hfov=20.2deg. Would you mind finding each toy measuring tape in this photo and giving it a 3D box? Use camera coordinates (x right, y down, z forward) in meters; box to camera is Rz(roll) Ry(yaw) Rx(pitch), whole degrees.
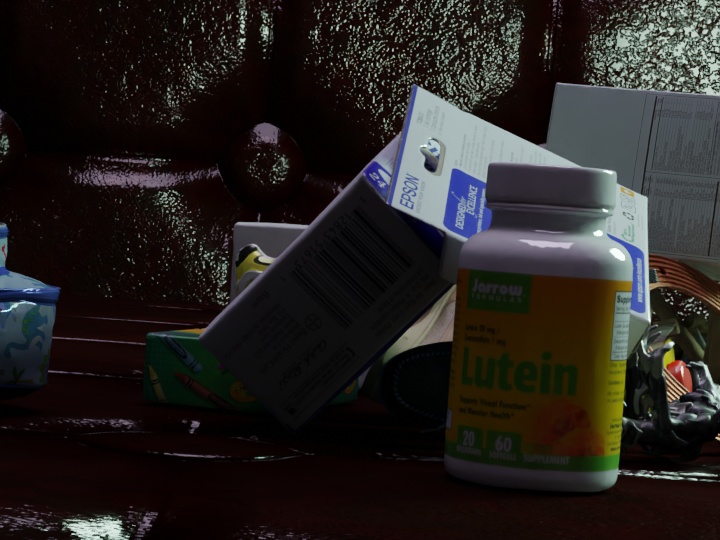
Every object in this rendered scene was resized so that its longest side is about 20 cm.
[{"bbox_3d":[0.245,0.093,1.667,0.074,0.074,0.200,5,12,16],"label":"toy measuring tape"}]

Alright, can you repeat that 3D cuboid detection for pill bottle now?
[{"bbox_3d":[0.114,0.034,1.278,0.111,0.200,0.111,4,1,0],"label":"pill bottle"}]

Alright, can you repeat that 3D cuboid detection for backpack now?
[{"bbox_3d":[-0.323,0.026,1.467,0.183,0.147,0.200,8,1,39],"label":"backpack"}]

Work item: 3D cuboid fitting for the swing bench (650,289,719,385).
[{"bbox_3d":[0.365,0.081,1.812,0.199,0.130,0.200,5,6,-14],"label":"swing bench"}]

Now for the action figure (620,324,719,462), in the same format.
[{"bbox_3d":[0.198,0.088,1.465,0.200,0.102,0.119,2,-10,-15],"label":"action figure"}]

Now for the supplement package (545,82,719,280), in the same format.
[{"bbox_3d":[0.286,-0.072,1.781,0.200,0.147,0.191,7,-3,26],"label":"supplement package"}]

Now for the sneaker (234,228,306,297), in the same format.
[{"bbox_3d":[-0.008,-0.007,1.665,0.200,0.076,0.075,-16,0,-12],"label":"sneaker"}]

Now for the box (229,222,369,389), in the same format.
[{"bbox_3d":[-0.033,0.034,1.920,0.106,0.152,0.200,4,0,25],"label":"box"}]

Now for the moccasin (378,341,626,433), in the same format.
[{"bbox_3d":[0.114,0.088,1.551,0.200,0.081,0.068,3,-2,-22],"label":"moccasin"}]

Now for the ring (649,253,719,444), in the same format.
[{"bbox_3d":[0.271,0.068,1.617,0.200,0.201,0.019,3,-40,-40],"label":"ring"}]

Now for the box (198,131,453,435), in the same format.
[{"bbox_3d":[0.000,0.000,1.506,0.105,0.184,0.200,45,22,-2],"label":"box"}]

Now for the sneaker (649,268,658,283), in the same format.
[{"bbox_3d":[0.155,0.014,1.502,0.140,0.078,0.200,-4,9,-4],"label":"sneaker"}]

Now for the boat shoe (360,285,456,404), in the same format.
[{"bbox_3d":[0.079,0.055,1.668,0.065,0.071,0.200,34,53,14],"label":"boat shoe"}]

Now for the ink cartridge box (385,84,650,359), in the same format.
[{"bbox_3d":[0.110,-0.037,1.437,0.200,0.047,0.198,23,30,-5],"label":"ink cartridge box"}]

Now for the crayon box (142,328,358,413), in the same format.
[{"bbox_3d":[-0.087,0.082,1.688,0.119,0.058,0.200,4,1,18],"label":"crayon box"}]
